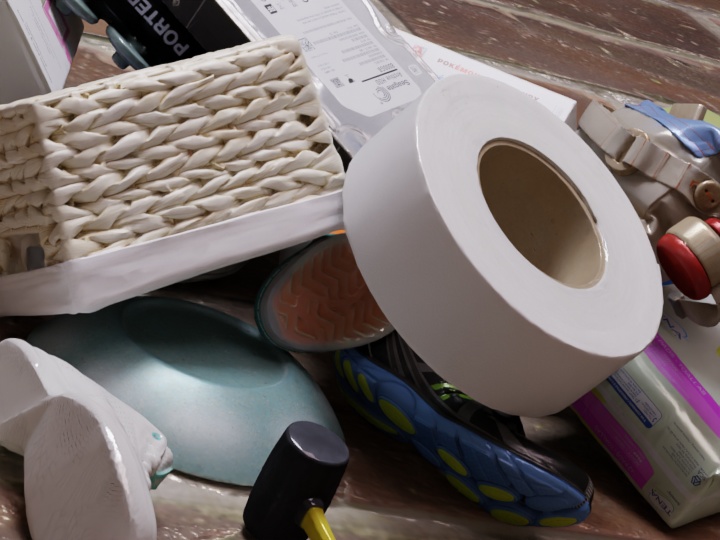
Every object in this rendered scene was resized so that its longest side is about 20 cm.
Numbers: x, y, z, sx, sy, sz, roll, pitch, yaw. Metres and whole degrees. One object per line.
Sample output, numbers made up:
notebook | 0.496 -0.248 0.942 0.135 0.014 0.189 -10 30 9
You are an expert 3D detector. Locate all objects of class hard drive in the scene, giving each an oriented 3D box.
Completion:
hard drive | -0.027 -0.141 1.520 0.200 0.038 0.140 50 38 13

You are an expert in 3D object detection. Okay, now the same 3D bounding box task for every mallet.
mallet | -0.004 0.151 1.166 0.041 0.066 0.200 11 22 -31

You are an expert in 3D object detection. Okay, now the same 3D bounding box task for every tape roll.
tape roll | 0.086 -0.015 1.364 0.202 0.071 0.203 31 37 -27

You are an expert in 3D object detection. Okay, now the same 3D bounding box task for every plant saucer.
plant saucer | -0.097 0.058 1.354 0.200 0.039 0.201 19 19 -7

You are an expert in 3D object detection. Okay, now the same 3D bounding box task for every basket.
basket | -0.123 -0.057 1.364 0.199 0.124 0.135 -18 7 -30

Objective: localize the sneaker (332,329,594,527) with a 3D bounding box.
sneaker | 0.067 0.082 1.382 0.083 0.071 0.199 -38 49 -20

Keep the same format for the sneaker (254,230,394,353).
sneaker | 0.000 0.000 1.436 0.200 0.072 0.080 -28 11 -38

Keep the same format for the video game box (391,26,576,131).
video game box | 0.073 -0.089 1.719 0.182 0.047 0.200 22 -25 16

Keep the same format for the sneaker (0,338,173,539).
sneaker | -0.129 0.099 1.179 0.088 0.075 0.200 23 14 -33

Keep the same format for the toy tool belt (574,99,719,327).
toy tool belt | 0.212 -0.056 1.486 0.125 0.123 0.200 61 -11 -26

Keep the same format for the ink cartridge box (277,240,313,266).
ink cartridge box | 0.051 -0.023 1.574 0.199 0.083 0.146 16 52 -16

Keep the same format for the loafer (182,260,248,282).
loafer | -0.103 -0.035 1.574 0.069 0.070 0.200 -10 10 28

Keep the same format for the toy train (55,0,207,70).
toy train | -0.136 -0.173 1.585 0.200 0.085 0.114 46 6 -9

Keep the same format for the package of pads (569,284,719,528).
package of pads | 0.218 0.081 1.527 0.200 0.068 0.155 -5 51 -54

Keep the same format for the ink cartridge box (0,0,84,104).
ink cartridge box | -0.272 -0.146 1.542 0.144 0.085 0.200 -21 19 6

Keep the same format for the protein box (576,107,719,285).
protein box | 0.278 -0.027 1.829 0.198 0.135 0.200 31 22 28
